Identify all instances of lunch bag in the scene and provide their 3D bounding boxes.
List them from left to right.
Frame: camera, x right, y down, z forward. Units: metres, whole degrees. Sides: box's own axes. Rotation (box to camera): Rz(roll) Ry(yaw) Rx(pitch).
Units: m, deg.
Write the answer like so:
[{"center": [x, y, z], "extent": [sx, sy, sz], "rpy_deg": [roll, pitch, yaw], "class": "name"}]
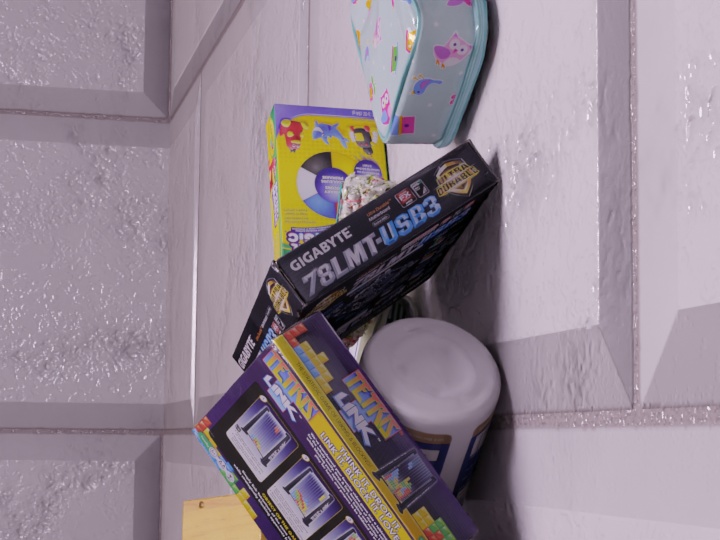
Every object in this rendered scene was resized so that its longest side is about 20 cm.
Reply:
[{"center": [0.047, -0.211, 1.323], "extent": [0.161, 0.076, 0.202], "rpy_deg": [105, 162, -46], "class": "lunch bag"}]

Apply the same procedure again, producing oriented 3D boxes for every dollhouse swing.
[{"center": [-0.153, 0.420, 2.153], "extent": [0.180, 0.175, 0.203], "rpy_deg": [-12, 71, 33], "class": "dollhouse swing"}]

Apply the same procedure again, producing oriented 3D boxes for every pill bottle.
[{"center": [0.036, 0.144, 1.240], "extent": [0.112, 0.109, 0.202], "rpy_deg": [-103, 20, -46], "class": "pill bottle"}]

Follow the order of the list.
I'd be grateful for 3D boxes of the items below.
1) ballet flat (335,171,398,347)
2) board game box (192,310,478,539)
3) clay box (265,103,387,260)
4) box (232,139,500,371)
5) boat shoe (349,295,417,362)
[{"center": [0.006, -0.015, 1.421], "extent": [0.076, 0.063, 0.202], "rpy_deg": [72, -163, -48], "class": "ballet flat"}, {"center": [-0.024, 0.156, 1.180], "extent": [0.201, 0.056, 0.165], "rpy_deg": [54, 139, 8], "class": "board game box"}, {"center": [-0.029, -0.063, 1.537], "extent": [0.048, 0.113, 0.202], "rpy_deg": [118, 150, -59], "class": "clay box"}, {"center": [0.000, 0.000, 1.259], "extent": [0.050, 0.199, 0.199], "rpy_deg": [51, 156, 12], "class": "box"}, {"center": [0.016, 0.117, 1.417], "extent": [0.062, 0.071, 0.203], "rpy_deg": [153, 120, -70], "class": "boat shoe"}]
